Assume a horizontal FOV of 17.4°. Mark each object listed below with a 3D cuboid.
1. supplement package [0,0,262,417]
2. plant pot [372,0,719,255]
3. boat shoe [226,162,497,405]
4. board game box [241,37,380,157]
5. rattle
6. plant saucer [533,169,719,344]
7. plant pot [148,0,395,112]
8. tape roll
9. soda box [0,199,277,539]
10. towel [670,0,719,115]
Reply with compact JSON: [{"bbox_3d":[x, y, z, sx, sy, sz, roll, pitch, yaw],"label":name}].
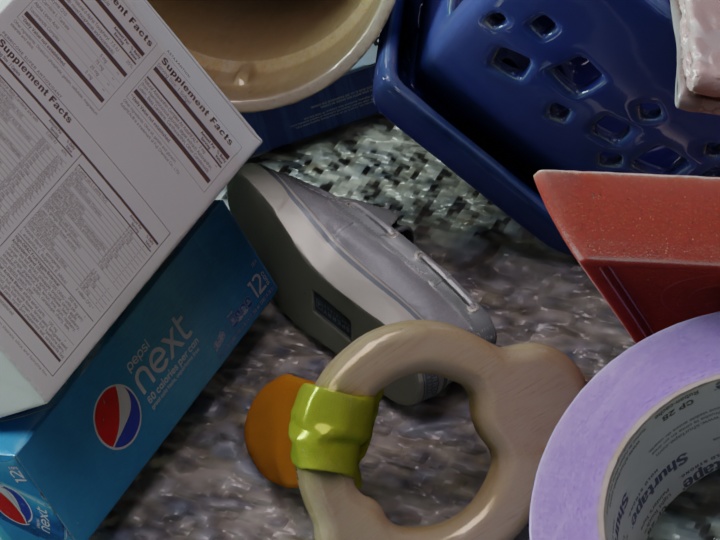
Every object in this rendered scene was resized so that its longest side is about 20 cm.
[{"bbox_3d":[-0.188,-0.041,1.213,0.151,0.151,0.200,-17,29,51],"label":"supplement package"},{"bbox_3d":[0.122,-0.139,1.282,0.179,0.199,0.201,-36,30,34],"label":"plant pot"},{"bbox_3d":[0.000,0.000,1.287,0.071,0.070,0.201,-23,45,-26],"label":"boat shoe"},{"bbox_3d":[-0.051,-0.157,1.480,0.198,0.044,0.200,-19,42,-3],"label":"board game box"},{"bbox_3d":[0.055,0.083,1.190,0.198,0.143,0.131,-17,78,-15],"label":"rattle"},{"bbox_3d":[0.194,0.007,1.090,0.198,0.200,0.037,4,73,20],"label":"plant saucer"},{"bbox_3d":[-0.056,-0.211,1.310,0.199,0.202,0.184,-3,20,13],"label":"plant pot"},{"bbox_3d":[0.179,0.123,1.044,0.198,0.085,0.201,-9,57,14],"label":"tape roll"},{"bbox_3d":[-0.130,0.052,1.249,0.064,0.068,0.200,-3,39,41],"label":"soda box"},{"bbox_3d":[0.243,-0.131,1.167,0.189,0.032,0.201,12,46,-7],"label":"towel"}]
